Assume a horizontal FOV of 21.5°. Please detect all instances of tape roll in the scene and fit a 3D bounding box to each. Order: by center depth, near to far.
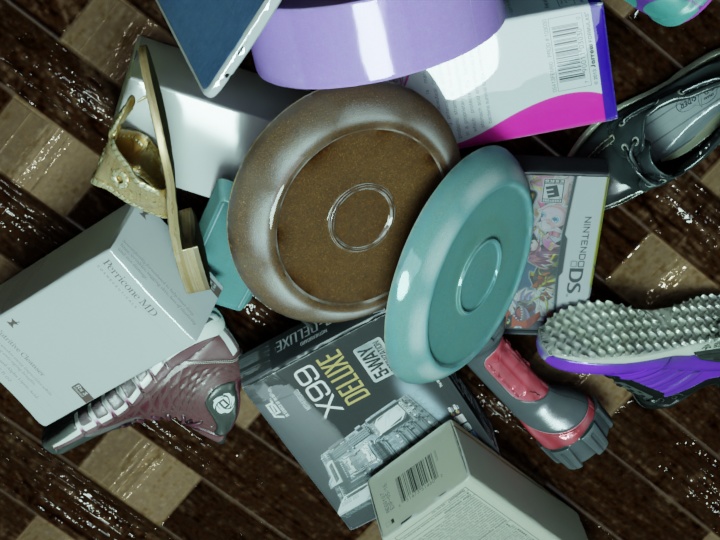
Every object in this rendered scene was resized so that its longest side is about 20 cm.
[{"bbox_3d":[0.009,-0.207,1.459,0.198,0.200,0.066,-12,113,3],"label":"tape roll"}]

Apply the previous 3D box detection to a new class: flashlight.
[{"bbox_3d":[0.141,0.091,1.652,0.068,0.068,0.200,-48,121,-9],"label":"flashlight"}]

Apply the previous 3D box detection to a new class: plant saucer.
[{"bbox_3d":[-0.004,-0.045,1.444,0.199,0.032,0.202,-13,120,-22],"label":"plant saucer"},{"bbox_3d":[0.085,0.001,1.499,0.027,0.200,0.202,23,116,26],"label":"plant saucer"},{"bbox_3d":[-0.105,-0.016,1.572,0.069,0.019,0.200,17,152,-9],"label":"plant saucer"}]

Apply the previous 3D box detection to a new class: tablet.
[{"bbox_3d":[-0.106,-0.229,1.451,0.014,0.200,0.130,23,113,-33],"label":"tablet"}]

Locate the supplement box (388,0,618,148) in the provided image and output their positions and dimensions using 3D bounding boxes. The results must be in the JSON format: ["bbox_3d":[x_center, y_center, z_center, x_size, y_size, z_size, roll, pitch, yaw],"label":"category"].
[{"bbox_3d":[0.097,-0.166,1.535,0.198,0.104,0.102,-10,115,1],"label":"supplement box"}]

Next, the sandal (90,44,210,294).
[{"bbox_3d":[-0.172,-0.067,1.469,0.069,0.078,0.213,-13,123,0],"label":"sandal"}]

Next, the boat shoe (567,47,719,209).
[{"bbox_3d":[0.250,-0.106,1.584,0.199,0.066,0.075,-32,114,13],"label":"boat shoe"}]

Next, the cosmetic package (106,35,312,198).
[{"bbox_3d":[-0.101,-0.111,1.549,0.198,0.108,0.085,17,114,-7],"label":"cosmetic package"}]

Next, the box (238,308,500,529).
[{"bbox_3d":[0.009,0.119,1.666,0.157,0.050,0.200,-27,124,9],"label":"box"}]

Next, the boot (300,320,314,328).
[{"bbox_3d":[0.000,0.000,1.530,0.132,0.070,0.200,-43,127,-4],"label":"boot"}]

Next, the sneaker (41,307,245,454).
[{"bbox_3d":[-0.176,0.127,1.671,0.199,0.076,0.116,-35,114,12],"label":"sneaker"}]

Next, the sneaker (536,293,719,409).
[{"bbox_3d":[0.245,0.082,1.654,0.198,0.070,0.100,-3,132,-15],"label":"sneaker"}]

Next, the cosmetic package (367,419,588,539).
[{"bbox_3d":[0.110,0.227,1.688,0.103,0.073,0.200,-37,131,18],"label":"cosmetic package"}]

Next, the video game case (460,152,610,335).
[{"bbox_3d":[0.103,-0.020,1.614,0.198,0.026,0.182,2,130,-2],"label":"video game case"}]

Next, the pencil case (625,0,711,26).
[{"bbox_3d":[0.196,-0.281,1.496,0.199,0.085,0.093,36,70,-15],"label":"pencil case"}]

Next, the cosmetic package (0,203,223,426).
[{"bbox_3d":[-0.225,0.036,1.590,0.199,0.081,0.113,-30,113,36],"label":"cosmetic package"}]
